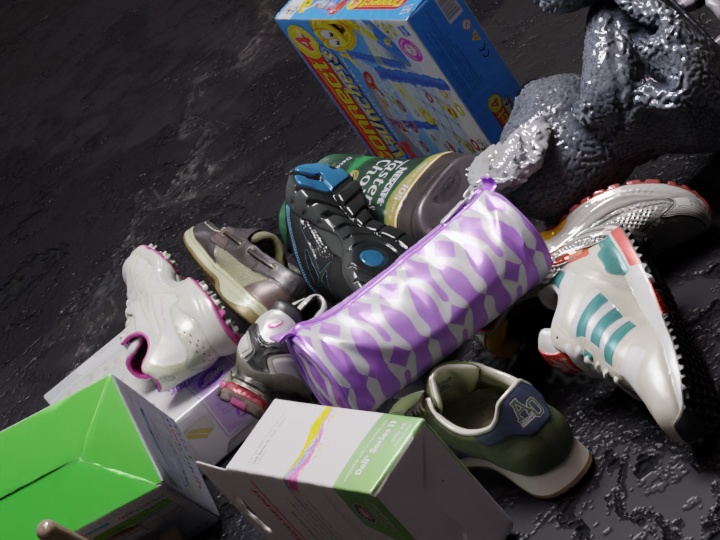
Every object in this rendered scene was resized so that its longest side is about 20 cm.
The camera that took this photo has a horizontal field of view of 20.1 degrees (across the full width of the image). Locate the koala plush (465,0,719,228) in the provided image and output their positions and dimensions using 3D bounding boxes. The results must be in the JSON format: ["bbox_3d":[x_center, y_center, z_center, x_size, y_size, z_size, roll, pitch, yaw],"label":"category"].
[{"bbox_3d":[0.176,-0.112,1.507,0.200,0.177,0.184,-46,58,13],"label":"koala plush"}]

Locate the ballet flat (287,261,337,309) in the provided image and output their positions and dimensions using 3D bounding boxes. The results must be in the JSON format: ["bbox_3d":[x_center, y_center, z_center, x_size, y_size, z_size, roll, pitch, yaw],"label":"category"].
[{"bbox_3d":[-0.043,0.032,1.674,0.066,0.057,0.200,-45,29,-17],"label":"ballet flat"}]

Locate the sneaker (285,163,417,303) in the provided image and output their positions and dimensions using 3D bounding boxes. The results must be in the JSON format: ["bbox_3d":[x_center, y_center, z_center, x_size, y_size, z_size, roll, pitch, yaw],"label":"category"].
[{"bbox_3d":[0.000,0.000,1.599,0.073,0.082,0.200,-8,41,-26],"label":"sneaker"}]

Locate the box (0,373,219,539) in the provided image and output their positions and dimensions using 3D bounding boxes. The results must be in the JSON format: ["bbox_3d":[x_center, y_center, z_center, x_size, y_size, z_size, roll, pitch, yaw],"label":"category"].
[{"bbox_3d":[-0.225,0.179,1.492,0.200,0.097,0.176,-28,-17,3],"label":"box"}]

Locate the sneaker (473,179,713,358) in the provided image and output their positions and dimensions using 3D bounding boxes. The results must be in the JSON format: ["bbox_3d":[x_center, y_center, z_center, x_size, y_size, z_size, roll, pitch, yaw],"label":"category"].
[{"bbox_3d":[0.168,0.003,1.484,0.200,0.078,0.082,-27,55,8],"label":"sneaker"}]

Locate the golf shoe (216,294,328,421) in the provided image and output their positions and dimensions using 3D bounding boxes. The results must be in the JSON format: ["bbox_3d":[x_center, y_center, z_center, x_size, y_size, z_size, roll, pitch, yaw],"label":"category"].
[{"bbox_3d":[-0.034,0.065,1.502,0.092,0.072,0.200,-66,-16,5],"label":"golf shoe"}]

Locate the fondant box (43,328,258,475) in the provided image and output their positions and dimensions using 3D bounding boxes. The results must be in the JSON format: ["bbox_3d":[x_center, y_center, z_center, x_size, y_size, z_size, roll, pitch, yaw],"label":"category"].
[{"bbox_3d":[-0.167,0.108,1.693,0.144,0.058,0.200,-40,29,-10],"label":"fondant box"}]

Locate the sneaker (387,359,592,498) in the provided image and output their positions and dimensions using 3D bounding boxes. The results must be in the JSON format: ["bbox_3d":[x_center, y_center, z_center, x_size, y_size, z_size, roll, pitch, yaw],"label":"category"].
[{"bbox_3d":[0.071,0.094,1.408,0.067,0.090,0.200,-47,29,-20],"label":"sneaker"}]

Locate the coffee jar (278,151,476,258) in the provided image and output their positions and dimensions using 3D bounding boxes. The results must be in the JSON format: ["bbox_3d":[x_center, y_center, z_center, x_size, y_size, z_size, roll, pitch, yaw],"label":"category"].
[{"bbox_3d":[0.029,-0.046,1.687,0.200,0.085,0.104,3,46,50],"label":"coffee jar"}]

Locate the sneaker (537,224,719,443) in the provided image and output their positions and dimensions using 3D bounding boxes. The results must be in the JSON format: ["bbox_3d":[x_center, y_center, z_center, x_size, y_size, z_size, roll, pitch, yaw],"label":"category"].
[{"bbox_3d":[0.173,0.057,1.362,0.093,0.070,0.200,-31,38,13],"label":"sneaker"}]

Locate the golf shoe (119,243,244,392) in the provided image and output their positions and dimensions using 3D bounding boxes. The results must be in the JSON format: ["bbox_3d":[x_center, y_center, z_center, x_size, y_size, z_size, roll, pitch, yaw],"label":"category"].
[{"bbox_3d":[-0.170,0.038,1.672,0.091,0.075,0.200,-41,27,-8],"label":"golf shoe"}]

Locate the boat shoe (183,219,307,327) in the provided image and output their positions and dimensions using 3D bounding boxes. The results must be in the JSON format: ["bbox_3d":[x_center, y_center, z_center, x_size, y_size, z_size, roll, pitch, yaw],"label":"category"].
[{"bbox_3d":[-0.089,-0.001,1.666,0.066,0.072,0.201,-42,27,-1],"label":"boat shoe"}]

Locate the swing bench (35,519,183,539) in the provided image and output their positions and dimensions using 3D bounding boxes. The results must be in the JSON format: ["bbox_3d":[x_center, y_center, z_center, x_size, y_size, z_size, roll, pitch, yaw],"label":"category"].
[{"bbox_3d":[-0.223,0.271,1.391,0.199,0.200,0.130,-29,71,14],"label":"swing bench"}]

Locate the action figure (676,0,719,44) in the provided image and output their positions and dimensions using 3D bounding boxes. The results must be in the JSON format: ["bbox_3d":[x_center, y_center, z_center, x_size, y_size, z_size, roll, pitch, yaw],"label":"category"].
[{"bbox_3d":[0.324,-0.266,1.587,0.104,0.200,0.194,29,78,29],"label":"action figure"}]

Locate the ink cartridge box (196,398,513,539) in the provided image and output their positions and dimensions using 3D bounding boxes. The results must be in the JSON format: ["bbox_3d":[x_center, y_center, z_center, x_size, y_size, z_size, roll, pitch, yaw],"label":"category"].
[{"bbox_3d":[-0.008,0.150,1.378,0.200,0.117,0.067,3,50,50],"label":"ink cartridge box"}]

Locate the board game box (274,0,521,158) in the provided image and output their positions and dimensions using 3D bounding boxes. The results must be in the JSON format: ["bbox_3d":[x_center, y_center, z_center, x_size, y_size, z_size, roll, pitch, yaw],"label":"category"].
[{"bbox_3d":[0.049,-0.155,1.713,0.056,0.200,0.196,-48,29,-20],"label":"board game box"}]

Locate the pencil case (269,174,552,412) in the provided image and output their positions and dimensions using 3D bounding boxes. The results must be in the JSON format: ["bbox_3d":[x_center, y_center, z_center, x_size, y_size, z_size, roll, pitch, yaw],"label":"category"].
[{"bbox_3d":[0.041,0.021,1.407,0.200,0.086,0.084,-39,20,-17],"label":"pencil case"}]
